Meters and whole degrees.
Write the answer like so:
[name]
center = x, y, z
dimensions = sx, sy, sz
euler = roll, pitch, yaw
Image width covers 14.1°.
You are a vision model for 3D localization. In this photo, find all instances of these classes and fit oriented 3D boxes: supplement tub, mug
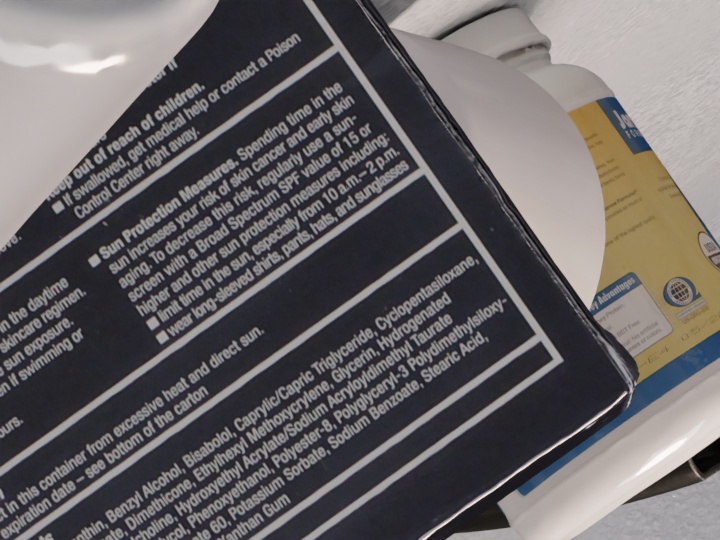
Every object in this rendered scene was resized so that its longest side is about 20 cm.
[supplement tub]
center = 0.078, 0.002, 1.265
dimensions = 0.144, 0.201, 0.145
euler = -34, 172, -5
[mug]
center = 0.006, -0.007, 1.065
dimensions = 0.149, 0.188, 0.153
euler = -17, 166, 14

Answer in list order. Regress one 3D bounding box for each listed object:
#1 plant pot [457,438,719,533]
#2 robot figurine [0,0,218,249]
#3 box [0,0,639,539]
[plant pot]
center = 0.118, 0.064, 1.826
dimensions = 0.177, 0.200, 0.200
euler = -26, 175, 18
[robot figurine]
center = -0.100, -0.056, 0.571
dimensions = 0.200, 0.113, 0.170
euler = -43, -173, 41
[box]
center = -0.060, 0.010, 0.794
dimensions = 0.199, 0.199, 0.123
euler = -35, 174, 0
